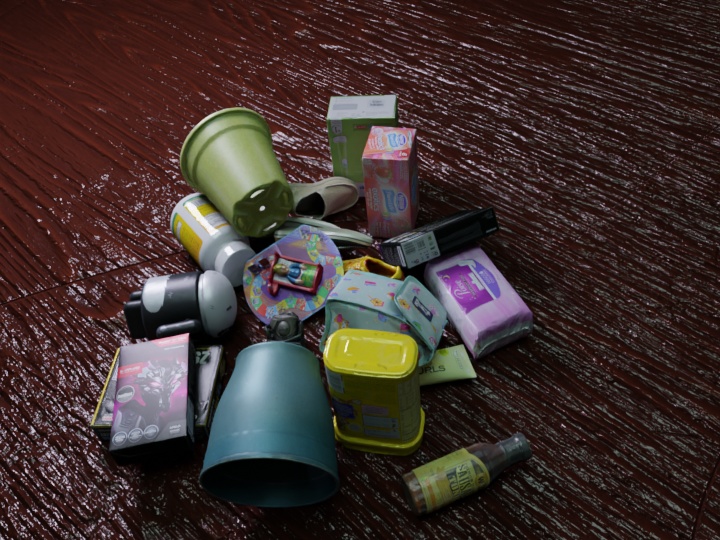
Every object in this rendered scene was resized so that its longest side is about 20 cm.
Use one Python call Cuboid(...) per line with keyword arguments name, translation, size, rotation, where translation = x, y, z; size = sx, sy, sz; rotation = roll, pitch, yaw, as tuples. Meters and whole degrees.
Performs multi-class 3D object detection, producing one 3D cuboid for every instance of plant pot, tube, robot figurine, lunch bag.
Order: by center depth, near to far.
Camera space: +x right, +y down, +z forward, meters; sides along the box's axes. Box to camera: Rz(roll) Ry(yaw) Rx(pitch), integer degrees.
Cuboid(name="plant pot", translation=(-0.124, 0.219, 1.003), size=(0.193, 0.202, 0.192), rotation=(-3, 54, 4))
Cuboid(name="tube", translation=(0.091, 0.167, 1.152), size=(0.193, 0.052, 0.060), rotation=(-9, 80, -6))
Cuboid(name="lunch bag", translation=(0.046, 0.083, 1.158), size=(0.194, 0.126, 0.171), rotation=(11, 19, 11))
Cuboid(name="robot figurine", translation=(-0.321, 0.070, 1.243), size=(0.193, 0.126, 0.154), rotation=(-8, 63, -1))
Cuboid(name="plant pot", translation=(-0.222, -0.172, 1.320), size=(0.196, 0.203, 0.186), rotation=(-26, 57, -17))

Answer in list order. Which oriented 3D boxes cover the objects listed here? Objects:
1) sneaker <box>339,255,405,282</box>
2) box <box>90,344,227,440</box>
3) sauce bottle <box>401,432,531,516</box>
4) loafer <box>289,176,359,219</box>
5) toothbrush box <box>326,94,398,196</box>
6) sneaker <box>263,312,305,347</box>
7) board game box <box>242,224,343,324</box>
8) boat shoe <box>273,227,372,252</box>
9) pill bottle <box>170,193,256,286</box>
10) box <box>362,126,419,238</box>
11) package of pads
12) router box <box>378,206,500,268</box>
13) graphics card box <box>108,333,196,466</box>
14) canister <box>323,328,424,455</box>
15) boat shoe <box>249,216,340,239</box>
Cuboid(name="sneaker", translation=(0.000, 0.000, 1.295), size=(0.195, 0.078, 0.074), rotation=(8, 47, 28))
Cuboid(name="box", translation=(-0.336, 0.206, 1.167), size=(0.193, 0.050, 0.162), rotation=(-1, 45, 6))
Cuboid(name="sauce bottle", translation=(0.158, 0.293, 1.009), size=(0.195, 0.067, 0.067), rotation=(-22, 47, -11))
Cuboid(name="loafer", translation=(-0.080, -0.143, 1.423), size=(0.195, 0.077, 0.068), rotation=(-12, 42, -31))
Cuboid(name="toothbrush box", translation=(0.011, -0.261, 1.457), size=(0.141, 0.204, 0.088), rotation=(0, 44, 7))
Cuboid(name="sneaker", translation=(-0.126, 0.152, 1.147), size=(0.074, 0.116, 0.203), rotation=(-6, 48, 3))
Cuboid(name="board game box", translation=(-0.128, 0.009, 1.268), size=(0.197, 0.039, 0.160), rotation=(-32, 74, 0))
Cuboid(name="boat shoe", translation=(-0.072, -0.049, 1.337), size=(0.193, 0.064, 0.075), rotation=(1, 9, 3))
Cuboid(name="pill bottle", translation=(-0.289, -0.058, 1.365), size=(0.111, 0.115, 0.199), rotation=(-32, 50, -23))
Cuboid(name="box", translation=(0.063, -0.171, 1.365), size=(0.092, 0.204, 0.104), rotation=(6, 46, 13))
Cuboid(name="package of pads", translation=(0.206, 0.052, 1.224), size=(0.117, 0.077, 0.202), rotation=(-19, 47, -13))
Cuboid(name="router box", translation=(0.145, -0.063, 1.303), size=(0.195, 0.052, 0.149), rotation=(-22, 7, -13))
Cuboid(name="graphics card box", translation=(-0.329, 0.202, 1.103), size=(0.121, 0.052, 0.204), rotation=(-10, 48, -2))
Cuboid(name="canister", translation=(0.023, 0.184, 1.034), size=(0.144, 0.203, 0.088), rotation=(5, 47, 11))
Cuboid(name="boat shoe", translation=(-0.138, -0.080, 1.404), size=(0.195, 0.072, 0.062), rotation=(9, 92, 6))
